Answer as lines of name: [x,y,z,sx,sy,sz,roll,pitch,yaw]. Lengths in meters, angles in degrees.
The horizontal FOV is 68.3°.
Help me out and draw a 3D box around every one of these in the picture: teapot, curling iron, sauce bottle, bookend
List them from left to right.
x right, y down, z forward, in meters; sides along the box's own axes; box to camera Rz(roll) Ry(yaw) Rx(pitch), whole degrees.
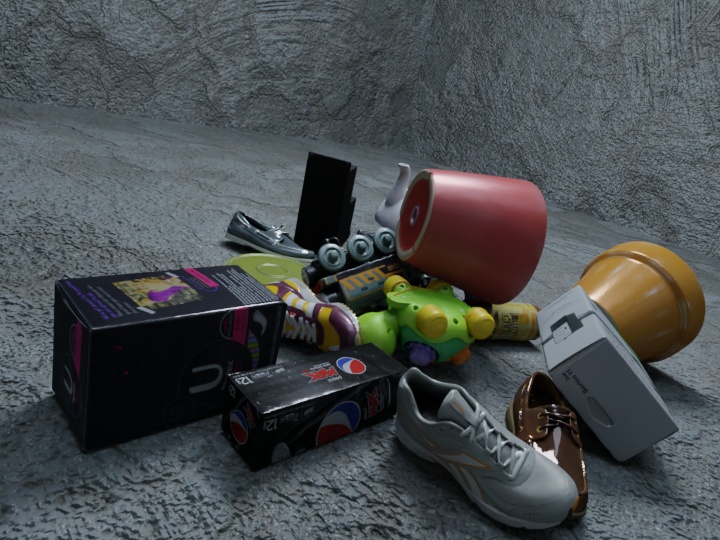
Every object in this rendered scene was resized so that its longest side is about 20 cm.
bookend: [-0.064,-0.159,1.170,0.090,0.204,0.199,15,19,6]
curling iron: [0.070,-0.015,0.978,0.199,0.050,0.026,36,25,-18]
teapot: [0.138,-0.108,1.154,0.197,0.146,0.200,44,4,15]
sauce bottle: [0.210,0.083,0.879,0.196,0.067,0.066,3,21,-21]

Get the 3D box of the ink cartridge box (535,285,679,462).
ink cartridge box: [0.312,0.125,0.698,0.147,0.083,0.200,50,21,-4]

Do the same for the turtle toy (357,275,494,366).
turtle toy: [0.079,0.078,0.741,0.196,0.103,0.146,4,19,-24]

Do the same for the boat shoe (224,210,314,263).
boat shoe: [-0.171,-0.063,1.021,0.197,0.063,0.073,19,3,20]

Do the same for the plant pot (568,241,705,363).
plant pot: [0.422,0.073,0.877,0.181,0.204,0.199,-19,33,-31]

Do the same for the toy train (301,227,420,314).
toy train: [0.004,0.007,0.859,0.197,0.085,0.116,-18,75,-28]

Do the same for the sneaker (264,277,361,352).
sneaker: [-0.082,0.072,0.717,0.089,0.077,0.199,-13,24,-37]

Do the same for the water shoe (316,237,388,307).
water shoe: [0.000,0.000,0.946,0.197,0.080,0.071,23,21,26]

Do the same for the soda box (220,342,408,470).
soda box: [-0.042,0.134,0.560,0.198,0.065,0.070,-6,27,-43]

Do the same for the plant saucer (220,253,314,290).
plant saucer: [-0.149,0.012,0.891,0.196,0.032,0.200,12,18,-4]

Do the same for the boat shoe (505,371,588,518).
boat shoe: [0.204,0.180,0.585,0.071,0.069,0.200,14,19,2]

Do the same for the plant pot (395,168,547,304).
plant pot: [0.159,-0.065,0.829,0.174,0.204,0.201,13,18,-14]

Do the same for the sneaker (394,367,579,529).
sneaker: [0.108,0.163,0.506,0.198,0.093,0.076,21,50,34]

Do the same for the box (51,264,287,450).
box: [-0.189,0.075,0.538,0.198,0.125,0.105,-7,27,-44]

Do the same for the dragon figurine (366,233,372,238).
dragon figurine: [0.025,-0.040,1.105,0.099,0.060,0.198,25,18,38]

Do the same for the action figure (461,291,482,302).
action figure: [0.236,0.018,1.022,0.118,0.102,0.201,40,62,-1]
